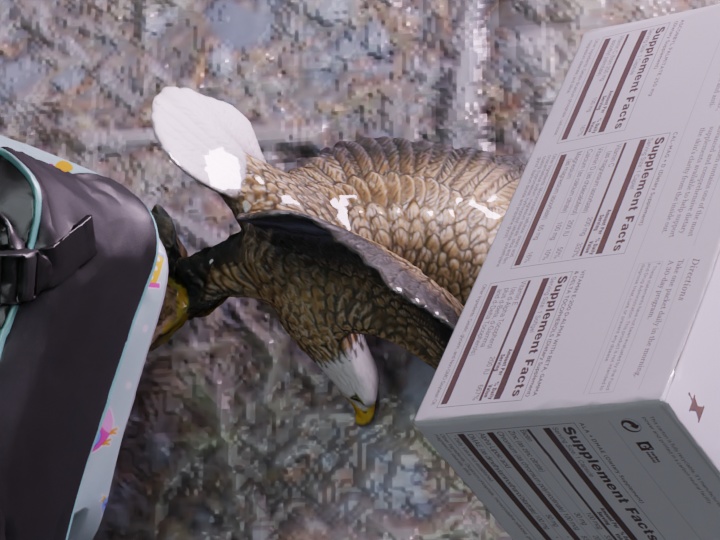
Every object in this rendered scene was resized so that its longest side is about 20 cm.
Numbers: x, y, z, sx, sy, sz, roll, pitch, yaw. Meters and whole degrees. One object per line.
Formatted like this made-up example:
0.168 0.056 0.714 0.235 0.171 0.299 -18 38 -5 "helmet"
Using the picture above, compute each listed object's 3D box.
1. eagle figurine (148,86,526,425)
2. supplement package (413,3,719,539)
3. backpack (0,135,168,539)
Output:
0.003 0.005 1.006 0.199 0.151 0.152 -5 63 22 "eagle figurine"
0.135 0.023 0.903 0.111 0.156 0.200 -8 44 41 "supplement package"
-0.184 0.025 0.933 0.199 0.153 0.176 15 89 26 "backpack"
